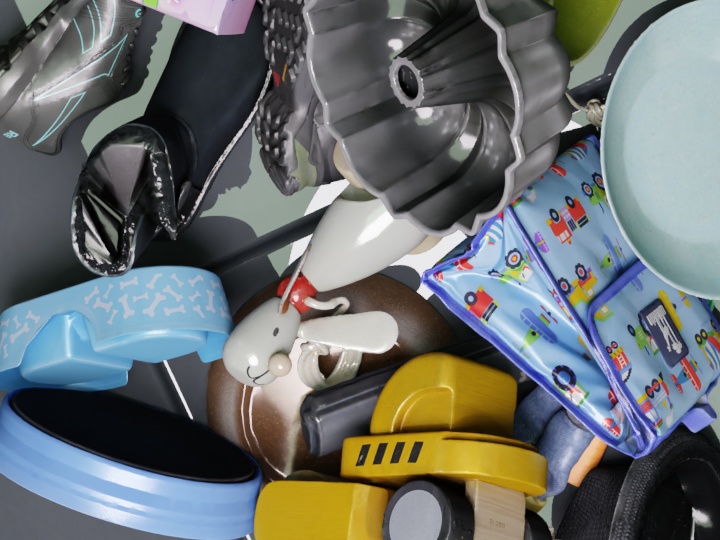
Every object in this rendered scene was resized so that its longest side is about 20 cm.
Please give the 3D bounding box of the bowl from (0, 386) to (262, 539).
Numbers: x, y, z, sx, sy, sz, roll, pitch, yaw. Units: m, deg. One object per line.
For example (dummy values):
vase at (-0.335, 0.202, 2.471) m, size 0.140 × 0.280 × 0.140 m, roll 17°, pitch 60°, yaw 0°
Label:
bowl at (-0.161, 0.129, 1.381) m, size 0.199 × 0.201 × 0.040 m, roll 18°, pitch 97°, yaw 3°

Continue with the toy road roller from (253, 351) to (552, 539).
toy road roller at (0.035, 0.136, 1.348) m, size 0.199 × 0.122 × 0.147 m, roll -7°, pitch 71°, yaw 40°

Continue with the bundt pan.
bundt pan at (0.055, -0.127, 1.231) m, size 0.075 × 0.201 × 0.204 m, roll -24°, pitch 98°, yaw -32°

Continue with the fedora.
fedora at (0.189, 0.207, 1.396) m, size 0.091 × 0.200 × 0.203 m, roll 2°, pitch 102°, yaw 39°

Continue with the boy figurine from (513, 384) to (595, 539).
boy figurine at (0.105, 0.160, 1.406) m, size 0.064 × 0.125 × 0.201 m, roll 18°, pitch 117°, yaw -36°

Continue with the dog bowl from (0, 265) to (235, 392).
dog bowl at (-0.175, 0.042, 1.399) m, size 0.199 × 0.111 × 0.050 m, roll -17°, pitch 71°, yaw 34°

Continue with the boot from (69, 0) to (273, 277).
boot at (-0.123, -0.097, 1.355) m, size 0.076 × 0.168 × 0.201 m, roll 26°, pitch 101°, yaw 2°

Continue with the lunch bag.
lunch bag at (0.161, 0.031, 1.331) m, size 0.200 × 0.150 × 0.094 m, roll 49°, pitch 126°, yaw 3°

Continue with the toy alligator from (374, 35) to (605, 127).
toy alligator at (0.097, -0.144, 1.369) m, size 0.198 × 0.055 × 0.059 m, roll 13°, pitch 147°, yaw -26°

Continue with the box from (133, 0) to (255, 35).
box at (-0.143, -0.271, 1.295) m, size 0.198 × 0.097 × 0.177 m, roll 22°, pitch 99°, yaw 5°

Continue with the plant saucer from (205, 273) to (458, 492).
plant saucer at (-0.017, 0.100, 1.444) m, size 0.198 × 0.037 × 0.203 m, roll 1°, pitch 99°, yaw 7°

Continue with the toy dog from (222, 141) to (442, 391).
toy dog at (0.000, 0.000, 1.339) m, size 0.131 × 0.096 × 0.202 m, roll 20°, pitch 94°, yaw -41°

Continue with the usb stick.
usb stick at (0.051, 0.079, 1.393) m, size 0.198 × 0.033 × 0.056 m, roll -19°, pitch 138°, yaw -15°

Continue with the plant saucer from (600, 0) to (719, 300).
plant saucer at (0.237, -0.081, 1.354) m, size 0.199 × 0.039 × 0.203 m, roll 0°, pitch 90°, yaw -26°

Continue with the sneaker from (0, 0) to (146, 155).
sneaker at (-0.188, -0.168, 1.411) m, size 0.079 × 0.076 × 0.200 m, roll 40°, pitch 102°, yaw -23°

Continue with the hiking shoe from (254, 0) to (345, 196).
hiking shoe at (-0.013, -0.149, 1.366) m, size 0.100 × 0.076 × 0.201 m, roll -9°, pitch 129°, yaw -28°

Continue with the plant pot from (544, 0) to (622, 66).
plant pot at (0.074, -0.253, 1.316) m, size 0.199 × 0.187 × 0.189 m, roll 20°, pitch 102°, yaw 20°

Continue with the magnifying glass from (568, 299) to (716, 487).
magnifying glass at (0.191, 0.061, 1.421) m, size 0.079 × 0.022 × 0.201 m, roll 24°, pitch 102°, yaw 2°
